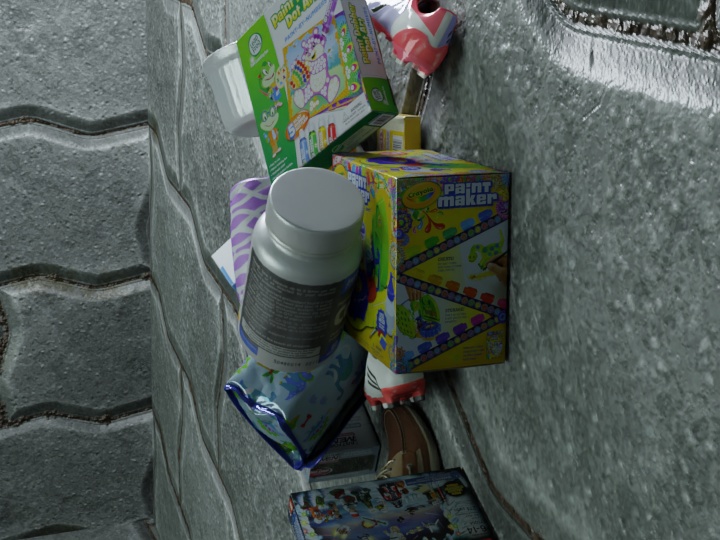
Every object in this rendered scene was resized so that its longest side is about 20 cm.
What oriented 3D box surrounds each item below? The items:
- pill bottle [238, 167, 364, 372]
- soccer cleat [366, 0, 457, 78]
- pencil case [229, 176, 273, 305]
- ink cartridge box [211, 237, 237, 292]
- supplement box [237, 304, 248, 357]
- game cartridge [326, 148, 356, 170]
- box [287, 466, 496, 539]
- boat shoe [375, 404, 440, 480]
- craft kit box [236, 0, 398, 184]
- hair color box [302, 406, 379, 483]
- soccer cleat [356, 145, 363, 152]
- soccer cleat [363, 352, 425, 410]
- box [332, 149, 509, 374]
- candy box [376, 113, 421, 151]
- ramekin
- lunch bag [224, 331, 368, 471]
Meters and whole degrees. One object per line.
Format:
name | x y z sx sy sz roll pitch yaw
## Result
pill bottle | -0.059 0.000 1.163 0.201 0.113 0.114 105 153 -45
soccer cleat | 0.053 -0.275 1.241 0.077 0.066 0.200 -54 28 18
pencil case | -0.107 -0.012 1.328 0.086 0.083 0.201 91 174 -67
ink cartridge box | -0.099 0.041 1.564 0.200 0.085 0.145 48 178 -24
supplement box | -0.117 0.046 1.748 0.201 0.109 0.109 105 153 -47
game cartridge | -0.055 -0.096 1.364 0.176 0.032 0.201 -4 83 63
box | 0.036 0.280 1.197 0.137 0.199 0.040 -117 28 -48
boat shoe | 0.054 0.247 1.336 0.076 0.071 0.201 108 151 -50
craft kit box | -0.054 -0.219 1.279 0.200 0.048 0.199 -33 63 46
hair color box | -0.052 0.199 1.604 0.200 0.098 0.061 -116 28 -47
soccer cleat | -0.028 -0.150 1.462 0.200 0.068 0.086 -152 61 -78
soccer cleat | 0.037 0.115 1.325 0.200 0.068 0.086 119 139 -82
box | 0.057 -0.018 1.181 0.200 0.121 0.194 -149 57 -68
candy box | 0.046 -0.083 1.346 0.102 0.026 0.201 -146 53 -72
ramekin | -0.098 -0.243 1.484 0.200 0.199 0.098 158 98 -71
lunch bag | -0.058 0.149 1.437 0.127 0.170 0.200 30 160 26
